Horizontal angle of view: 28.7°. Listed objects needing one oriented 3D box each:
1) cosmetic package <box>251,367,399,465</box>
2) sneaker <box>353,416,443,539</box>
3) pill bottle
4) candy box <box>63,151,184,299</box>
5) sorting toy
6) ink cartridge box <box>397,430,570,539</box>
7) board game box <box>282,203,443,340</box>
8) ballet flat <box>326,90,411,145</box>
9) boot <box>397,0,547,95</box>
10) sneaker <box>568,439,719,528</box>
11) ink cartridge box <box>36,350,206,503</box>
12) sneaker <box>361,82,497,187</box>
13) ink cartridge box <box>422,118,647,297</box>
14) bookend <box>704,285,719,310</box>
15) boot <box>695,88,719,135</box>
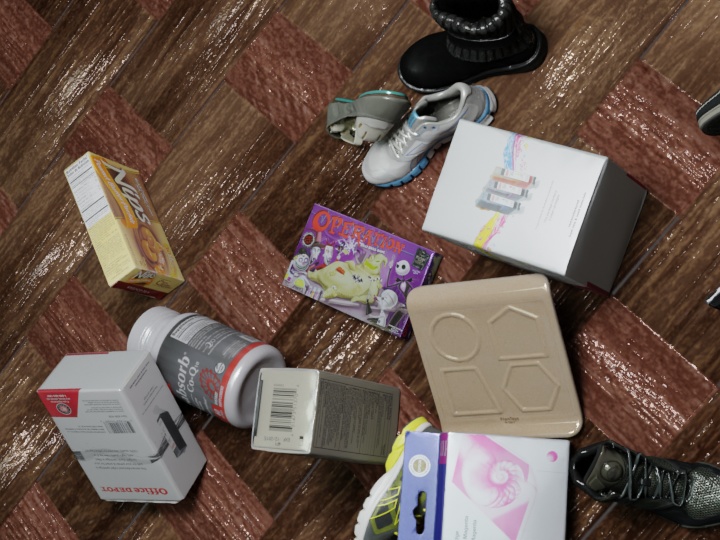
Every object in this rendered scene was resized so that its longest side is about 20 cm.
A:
[{"bbox_3d":[-0.039,0.180,1.718,0.087,0.200,0.104,0,78,31],"label":"cosmetic package"},{"bbox_3d":[0.058,0.281,1.713,0.085,0.074,0.200,23,95,26],"label":"sneaker"},{"bbox_3d":[-0.207,0.124,1.876,0.200,0.116,0.116,21,90,32],"label":"pill bottle"},{"bbox_3d":[-0.333,-0.063,1.987,0.055,0.115,0.200,-35,65,18],"label":"candy box"},{"bbox_3d":[0.162,0.105,1.680,0.185,0.036,0.200,-7,106,29],"label":"sorting toy"},{"bbox_3d":[0.141,0.289,1.646,0.200,0.043,0.197,2,81,8],"label":"ink cartridge box"},{"bbox_3d":[0.000,0.000,1.835,0.200,0.032,0.120,22,87,32],"label":"board game box"},{"bbox_3d":[0.010,-0.192,1.807,0.200,0.067,0.064,-171,90,-68],"label":"ballet flat"},{"bbox_3d":[0.114,-0.290,1.751,0.211,0.158,0.080,-12,74,27],"label":"boot"},{"bbox_3d":[0.320,0.236,1.550,0.199,0.114,0.076,13,88,30],"label":"sneaker"},{"bbox_3d":[-0.314,0.209,1.874,0.144,0.200,0.084,-4,34,29],"label":"ink cartridge box"},{"bbox_3d":[0.072,-0.181,1.796,0.200,0.087,0.075,-36,66,20],"label":"sneaker"},{"bbox_3d":[0.204,-0.075,1.662,0.200,0.145,0.145,20,90,32],"label":"ink cartridge box"},{"bbox_3d":[0.512,0.040,1.490,0.200,0.092,0.199,-45,62,16],"label":"bookend"},{"bbox_3d":[0.446,-0.262,1.606,0.203,0.073,0.154,-35,62,15],"label":"boot"}]
